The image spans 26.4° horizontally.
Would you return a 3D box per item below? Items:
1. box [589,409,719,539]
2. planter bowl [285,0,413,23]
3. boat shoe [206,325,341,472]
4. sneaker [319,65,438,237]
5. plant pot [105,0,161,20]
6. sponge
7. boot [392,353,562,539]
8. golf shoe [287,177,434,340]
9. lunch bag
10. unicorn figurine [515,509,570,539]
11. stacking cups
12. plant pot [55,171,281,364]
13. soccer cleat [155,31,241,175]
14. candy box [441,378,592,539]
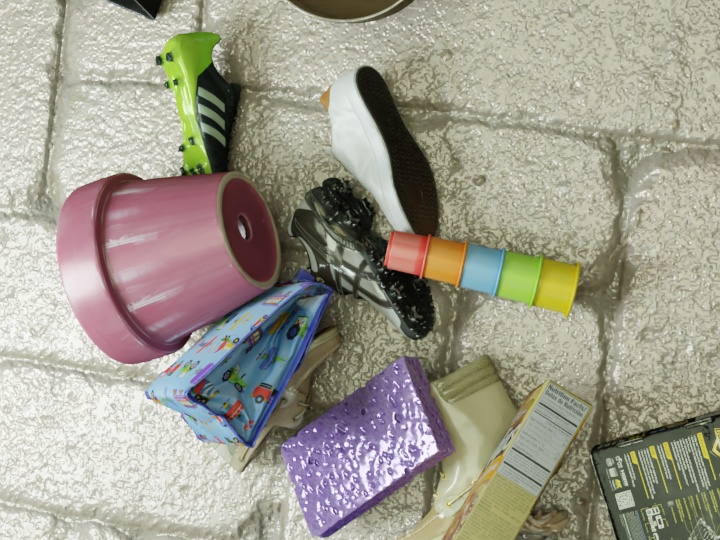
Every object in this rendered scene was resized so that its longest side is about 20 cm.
[{"bbox_3d":[0.337,0.256,1.559,0.159,0.049,0.201,-18,86,12],"label":"box"},{"bbox_3d":[0.003,-0.349,1.598,0.199,0.135,0.201,0,90,15],"label":"planter bowl"},{"bbox_3d":[-0.083,0.140,1.662,0.200,0.072,0.065,-44,85,17],"label":"boat shoe"},{"bbox_3d":[0.018,-0.114,1.642,0.084,0.073,0.201,-23,89,42],"label":"sneaker"},{"bbox_3d":[-0.297,-0.415,1.657,0.199,0.200,0.178,24,86,14],"label":"plant pot"},{"bbox_3d":[0.004,0.188,1.613,0.200,0.030,0.112,-39,62,31],"label":"sponge"},{"bbox_3d":[0.089,0.198,1.609,0.200,0.073,0.156,-34,83,6],"label":"boot"},{"bbox_3d":[0.000,0.000,1.644,0.094,0.078,0.200,-40,81,34],"label":"golf shoe"},{"bbox_3d":[-0.116,0.077,1.602,0.094,0.150,0.200,41,72,-17],"label":"lunch bag"},{"bbox_3d":[0.163,0.335,1.556,0.137,0.201,0.074,7,132,-4],"label":"unicorn figurine"},{"bbox_3d":[0.125,-0.002,1.590,0.199,0.061,0.061,13,94,4],"label":"stacking cups"},{"bbox_3d":[-0.191,-0.018,1.611,0.178,0.200,0.201,-16,86,23],"label":"plant pot"},{"bbox_3d":[-0.163,-0.163,1.681,0.067,0.081,0.201,9,114,57],"label":"soccer cleat"},{"bbox_3d":[0.148,0.209,1.508,0.055,0.115,0.201,31,79,2],"label":"candy box"}]
